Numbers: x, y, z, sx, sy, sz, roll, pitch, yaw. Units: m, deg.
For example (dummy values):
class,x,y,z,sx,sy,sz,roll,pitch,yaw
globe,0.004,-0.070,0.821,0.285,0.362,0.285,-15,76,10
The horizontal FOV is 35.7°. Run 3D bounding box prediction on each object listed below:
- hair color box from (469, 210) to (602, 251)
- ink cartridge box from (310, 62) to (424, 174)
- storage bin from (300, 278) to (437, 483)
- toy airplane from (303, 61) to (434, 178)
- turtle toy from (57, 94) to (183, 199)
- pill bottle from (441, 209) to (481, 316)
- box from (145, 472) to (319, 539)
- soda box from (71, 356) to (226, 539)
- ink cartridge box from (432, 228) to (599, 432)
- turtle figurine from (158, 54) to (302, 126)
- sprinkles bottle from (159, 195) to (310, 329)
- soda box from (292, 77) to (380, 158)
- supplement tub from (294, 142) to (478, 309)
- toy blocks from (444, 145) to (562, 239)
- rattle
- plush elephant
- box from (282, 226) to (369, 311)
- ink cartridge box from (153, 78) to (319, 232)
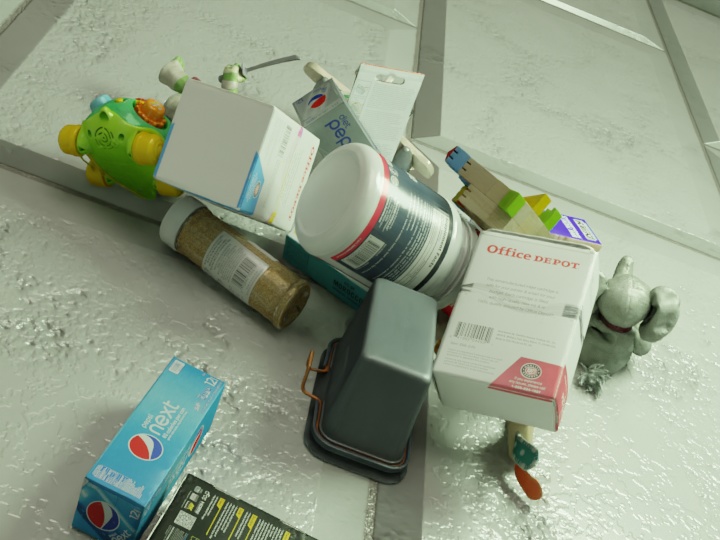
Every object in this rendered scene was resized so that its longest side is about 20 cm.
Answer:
class,x,y,z,sx,sy,sz,roll,pitch,yaw
hair color box,0.238,-0.029,1.602,0.197,0.110,0.065,9,36,-34
ink cartridge box,0.005,-0.208,1.589,0.107,0.202,0.051,5,35,-27
storage bin,0.016,0.107,1.258,0.143,0.136,0.201,21,32,-6
toy airplane,0.010,-0.228,1.725,0.199,0.142,0.200,40,2,-41
turtle toy,-0.281,-0.155,1.426,0.143,0.201,0.103,9,67,20
pill bottle,0.119,-0.014,1.493,0.200,0.113,0.112,43,36,11
box,-0.126,0.288,0.987,0.158,0.050,0.201,28,32,-1
soda box,-0.200,0.173,1.081,0.063,0.069,0.201,25,32,3
ink cartridge box,0.179,0.064,1.271,0.143,0.085,0.202,11,59,20
turtle figurine,-0.185,-0.236,1.611,0.192,0.202,0.144,33,-1,21
sprinkles bottle,-0.155,-0.011,1.374,0.199,0.069,0.068,36,34,16
soda box,-0.014,-0.163,1.537,0.201,0.068,0.064,54,8,-44
supplement tub,0.033,-0.047,1.331,0.199,0.140,0.141,30,25,-35
toy blocks,0.170,-0.078,1.420,0.137,0.100,0.200,43,2,32
rattle,0.151,0.166,1.329,0.140,0.131,0.203,11,60,0
plush elephant,0.344,0.054,1.529,0.162,0.157,0.201,21,32,-4
box,0.000,0.000,1.458,0.199,0.050,0.082,36,53,16
ink cartridge box,-0.145,-0.136,1.397,0.123,0.131,0.200,19,-2,17
